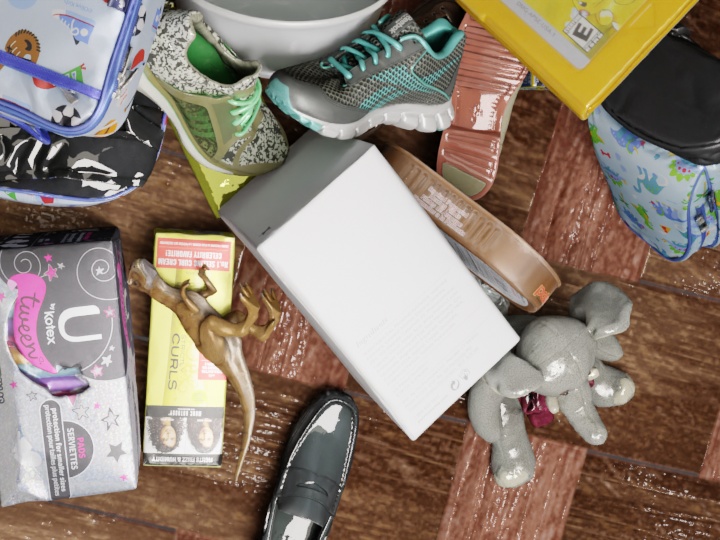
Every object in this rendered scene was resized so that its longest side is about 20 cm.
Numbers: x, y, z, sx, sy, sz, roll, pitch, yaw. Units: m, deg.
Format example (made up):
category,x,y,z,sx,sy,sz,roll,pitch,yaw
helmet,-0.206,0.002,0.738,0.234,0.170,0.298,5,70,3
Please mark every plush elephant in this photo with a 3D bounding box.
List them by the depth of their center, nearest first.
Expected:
category,x,y,z,sx,sy,sz,roll,pitch,yaw
plush elephant,0.171,0.091,1.032,0.163,0.155,0.202,-29,102,-7

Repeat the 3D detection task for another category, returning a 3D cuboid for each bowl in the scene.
category,x,y,z,sx,sy,sz,roll,pitch,yaw
bowl,-0.069,-0.223,0.954,0.197,0.203,0.091,0,135,-12

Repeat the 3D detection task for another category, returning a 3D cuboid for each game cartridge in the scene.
category,x,y,z,sx,sy,sz,roll,pitch,yaw
game cartridge,0.172,-0.254,0.948,0.176,0.032,0.200,-46,76,4

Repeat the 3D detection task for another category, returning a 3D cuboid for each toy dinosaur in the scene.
category,x,y,z,sx,sy,sz,roll,pitch,yaw
toy dinosaur,-0.115,0.061,0.979,0.105,0.060,0.201,-32,97,19

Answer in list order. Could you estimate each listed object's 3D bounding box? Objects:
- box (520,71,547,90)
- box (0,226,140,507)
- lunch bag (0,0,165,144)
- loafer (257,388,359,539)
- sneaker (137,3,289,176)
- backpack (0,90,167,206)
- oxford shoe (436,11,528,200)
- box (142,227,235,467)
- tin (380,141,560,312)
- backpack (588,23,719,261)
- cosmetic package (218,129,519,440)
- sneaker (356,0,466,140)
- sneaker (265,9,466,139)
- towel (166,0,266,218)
category,x,y,z,sx,sy,sz,roll,pitch,yaw
box,0.171,-0.265,1.034,0.063,0.070,0.204,-2,97,-9
box,-0.244,0.073,0.955,0.112,0.132,0.204,-6,98,-9
lunch bag,-0.234,-0.179,0.794,0.197,0.076,0.163,21,95,4
loafer,-0.047,0.208,1.044,0.067,0.070,0.204,20,92,-14
sneaker,-0.104,-0.134,0.888,0.200,0.087,0.078,40,62,-48
backpack,-0.247,-0.135,0.919,0.187,0.154,0.204,13,93,-10
oxford shoe,0.108,-0.166,1.023,0.070,0.074,0.203,18,105,4
box,-0.151,0.067,1.017,0.074,0.050,0.204,4,95,-11
tin,0.084,-0.037,0.994,0.199,0.112,0.042,40,83,24
backpack,0.281,-0.102,1.017,0.155,0.163,0.199,-54,148,6
cosmetic package,0.000,0.000,0.955,0.123,0.199,0.201,-42,109,-4
sneaker,0.050,-0.181,1.016,0.200,0.076,0.071,-43,103,-4
sneaker,0.009,-0.159,0.896,0.198,0.077,0.092,-14,135,-47
towel,-0.133,-0.155,1.013,0.085,0.018,0.203,-26,102,-3
